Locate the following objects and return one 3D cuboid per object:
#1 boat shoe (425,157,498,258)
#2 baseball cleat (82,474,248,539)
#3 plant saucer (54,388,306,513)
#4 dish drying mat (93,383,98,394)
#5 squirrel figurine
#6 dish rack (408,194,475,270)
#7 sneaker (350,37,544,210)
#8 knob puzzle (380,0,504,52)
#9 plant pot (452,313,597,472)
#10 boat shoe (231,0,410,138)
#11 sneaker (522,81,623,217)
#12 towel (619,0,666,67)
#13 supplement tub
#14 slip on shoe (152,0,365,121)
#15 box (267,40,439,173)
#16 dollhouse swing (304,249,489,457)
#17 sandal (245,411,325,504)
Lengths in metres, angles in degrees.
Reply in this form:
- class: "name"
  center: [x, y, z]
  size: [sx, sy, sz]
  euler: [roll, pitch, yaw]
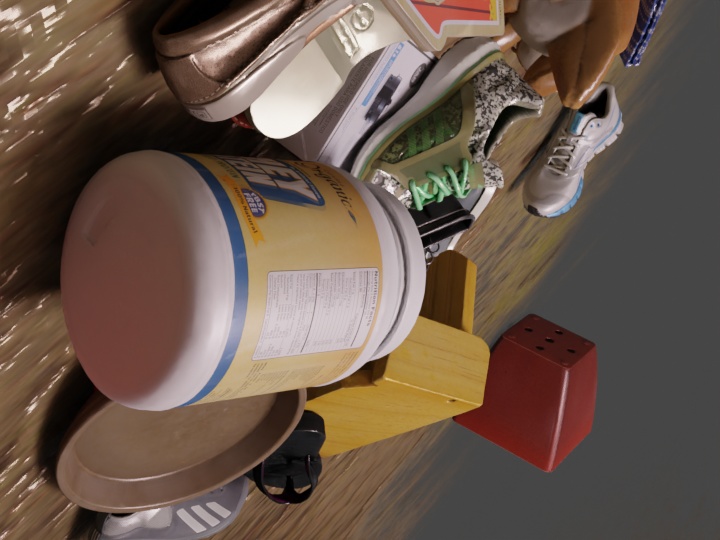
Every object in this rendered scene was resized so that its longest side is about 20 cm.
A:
- class: "boat shoe"
  center: [0.066, -0.043, 1.115]
  size: [0.061, 0.073, 0.201]
  euler: [20, 120, -25]
- class: "baseball cleat"
  center: [-0.156, 0.198, 0.956]
  size: [0.199, 0.069, 0.107]
  euler: [-25, 146, -56]
- class: "plant saucer"
  center: [-0.136, 0.118, 0.820]
  size: [0.197, 0.030, 0.201]
  euler: [-20, 146, -14]
- class: "dish drying mat"
  center: [-0.168, 0.085, 0.816]
  size: [0.077, 0.018, 0.201]
  euler: [-41, 157, -34]
- class: "squirrel figurine"
  center: [0.195, -0.244, 0.941]
  size: [0.201, 0.141, 0.186]
  euler: [-54, 167, 10]
- class: "dish rack"
  center: [0.000, 0.000, 0.908]
  size: [0.152, 0.055, 0.200]
  euler: [-22, 163, -19]
- class: "sneaker"
  center: [0.059, -0.079, 0.778]
  size: [0.201, 0.088, 0.077]
  euler: [-51, 161, -5]
- class: "knob puzzle"
  center: [0.042, -0.226, 0.603]
  size: [0.219, 0.030, 0.224]
  euler: [-5, 96, -59]
- class: "plant pot"
  center: [0.306, 0.195, 1.874]
  size: [0.199, 0.198, 0.179]
  euler: [-25, 135, -54]
- class: "boat shoe"
  center: [-0.010, -0.162, 0.675]
  size: [0.200, 0.062, 0.071]
  euler: [-44, 130, -12]
- class: "sneaker"
  center: [0.263, -0.158, 1.353]
  size: [0.201, 0.074, 0.087]
  euler: [-56, 155, -19]
- class: "towel"
  center: [0.248, -0.306, 0.976]
  size: [0.023, 0.146, 0.201]
  euler: [-7, 142, -16]
- class: "supplement tub"
  center: [-0.067, 0.003, 0.666]
  size: [0.198, 0.145, 0.146]
  euler: [-3, 128, -48]
- class: "slip on shoe"
  center: [-0.040, -0.175, 0.608]
  size: [0.200, 0.076, 0.061]
  euler: [-46, 143, -10]
- class: "box"
  center: [0.010, -0.125, 0.811]
  size: [0.117, 0.060, 0.200]
  euler: [-56, 161, 8]
- class: "dollhouse swing"
  center: [-0.001, 0.059, 0.999]
  size: [0.199, 0.178, 0.180]
  euler: [-24, 149, 39]
- class: "sandal"
  center: [-0.070, 0.181, 0.982]
  size: [0.201, 0.074, 0.049]
  euler: [99, -12, -65]
